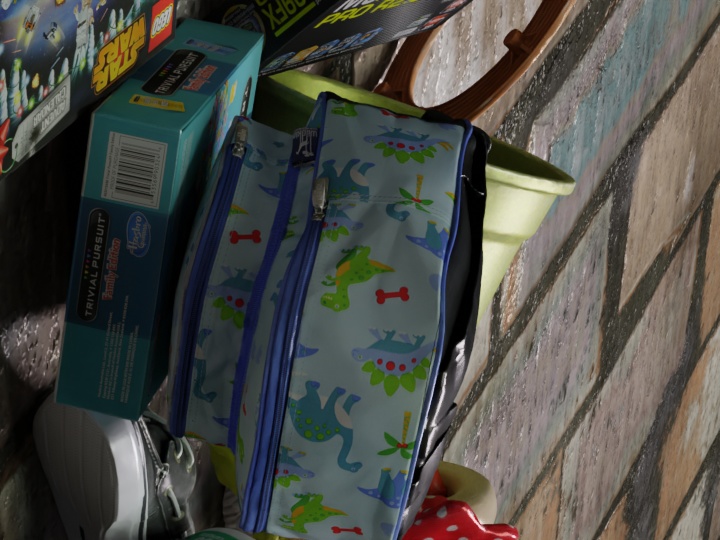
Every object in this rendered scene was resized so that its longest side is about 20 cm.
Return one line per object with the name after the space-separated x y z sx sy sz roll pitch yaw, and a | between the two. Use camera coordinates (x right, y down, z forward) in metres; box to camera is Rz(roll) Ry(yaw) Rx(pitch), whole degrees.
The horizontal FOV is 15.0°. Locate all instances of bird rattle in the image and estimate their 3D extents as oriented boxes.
0.010 0.135 1.570 0.163 0.199 0.113 -23 106 -55 | bird rattle

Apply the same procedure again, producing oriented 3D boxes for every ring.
0.074 -0.157 1.734 0.200 0.019 0.201 -42 -157 22 | ring

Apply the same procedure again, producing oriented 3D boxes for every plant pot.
0.000 0.000 1.579 0.185 0.200 0.200 -70 163 8 | plant pot

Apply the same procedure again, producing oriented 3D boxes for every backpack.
-0.020 0.031 1.341 0.200 0.146 0.184 -85 -176 -53 | backpack

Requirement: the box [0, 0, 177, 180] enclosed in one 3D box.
-0.142 -0.136 1.268 0.200 0.040 0.137 -48 150 -54 | box

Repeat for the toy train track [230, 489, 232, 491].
-0.060 0.196 1.671 0.200 0.033 0.115 -46 120 -5 | toy train track

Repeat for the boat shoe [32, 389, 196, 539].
-0.125 0.104 1.456 0.071 0.072 0.200 -37 158 -21 | boat shoe

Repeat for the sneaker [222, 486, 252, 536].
-0.024 0.097 1.753 0.129 0.079 0.200 -32 126 -52 | sneaker

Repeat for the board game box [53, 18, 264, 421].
-0.102 -0.031 1.401 0.200 0.047 0.152 -63 164 -70 | board game box

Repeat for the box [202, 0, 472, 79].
0.029 -0.176 1.519 0.160 0.044 0.200 -34 172 38 | box

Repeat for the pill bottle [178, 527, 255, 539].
-0.128 0.216 1.414 0.200 0.113 0.114 -21 128 -42 | pill bottle
